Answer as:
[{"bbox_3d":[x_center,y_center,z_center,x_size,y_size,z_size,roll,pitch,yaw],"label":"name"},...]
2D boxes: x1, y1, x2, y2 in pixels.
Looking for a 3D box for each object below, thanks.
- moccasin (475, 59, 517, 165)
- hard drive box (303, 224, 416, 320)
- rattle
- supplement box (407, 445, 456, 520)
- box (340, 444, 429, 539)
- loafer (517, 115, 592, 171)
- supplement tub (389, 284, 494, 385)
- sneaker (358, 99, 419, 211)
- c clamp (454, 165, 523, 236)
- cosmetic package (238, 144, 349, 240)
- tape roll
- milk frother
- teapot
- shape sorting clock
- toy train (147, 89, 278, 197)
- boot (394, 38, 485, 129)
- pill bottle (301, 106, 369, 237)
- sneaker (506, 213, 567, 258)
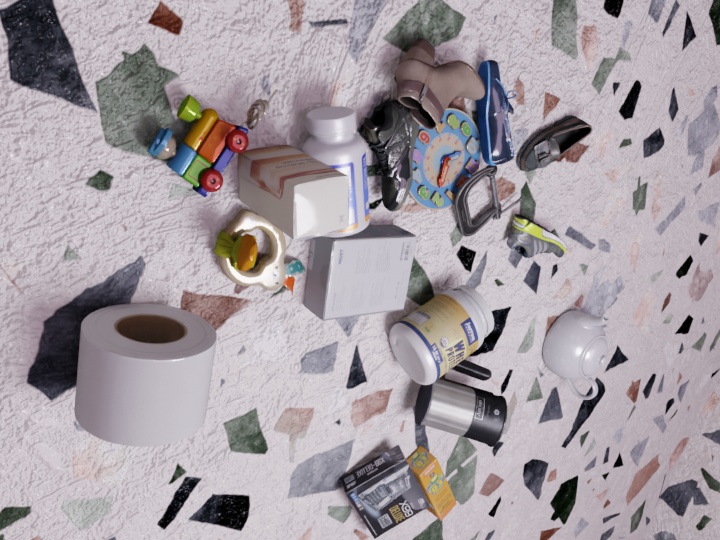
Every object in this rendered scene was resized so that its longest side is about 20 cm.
[{"bbox_3d":[0.271,-0.315,1.362,0.067,0.081,0.204,-8,109,-8],"label":"moccasin"},{"bbox_3d":[0.000,0.000,1.306,0.197,0.076,0.159,-5,113,-37],"label":"hard drive box"},{"bbox_3d":[-0.140,-0.007,1.158,0.200,0.141,0.132,48,61,-35],"label":"rattle"},{"bbox_3d":[0.174,0.529,1.693,0.066,0.068,0.202,-39,126,-20],"label":"supplement box"},{"bbox_3d":[0.059,0.514,1.580,0.156,0.050,0.202,-27,126,-4],"label":"box"},{"bbox_3d":[0.435,-0.284,1.525,0.199,0.063,0.073,-37,128,-19],"label":"loafer"},{"bbox_3d":[0.174,0.133,1.459,0.198,0.144,0.146,-32,127,-22],"label":"supplement tub"},{"bbox_3d":[0.044,-0.211,1.248,0.112,0.076,0.204,-3,109,-35],"label":"sneaker"},{"bbox_3d":[0.267,-0.156,1.456,0.170,0.027,0.200,-42,146,-4],"label":"c clamp"},{"bbox_3d":[-0.109,-0.129,1.079,0.102,0.199,0.089,-14,120,-32],"label":"cosmetic package"},{"bbox_3d":[-0.326,0.152,1.039,0.200,0.202,0.142,-2,112,-37],"label":"tape roll"},{"bbox_3d":[0.218,0.323,1.597,0.184,0.183,0.202,18,134,-7],"label":"milk frother"},{"bbox_3d":[0.594,0.217,1.825,0.199,0.145,0.200,-54,133,-4],"label":"teapot"},{"bbox_3d":[0.167,-0.220,1.361,0.197,0.039,0.204,-17,120,-32],"label":"shape sorting clock"},{"bbox_3d":[-0.224,-0.225,1.033,0.115,0.084,0.202,34,88,-29],"label":"toy train"},{"bbox_3d":[0.143,-0.320,1.240,0.198,0.070,0.149,27,62,-25],"label":"boot"},{"bbox_3d":[-0.043,-0.171,1.171,0.111,0.112,0.204,-20,121,-29],"label":"pill bottle"},{"bbox_3d":[0.411,-0.066,1.612,0.198,0.074,0.082,22,106,-36],"label":"sneaker"}]
